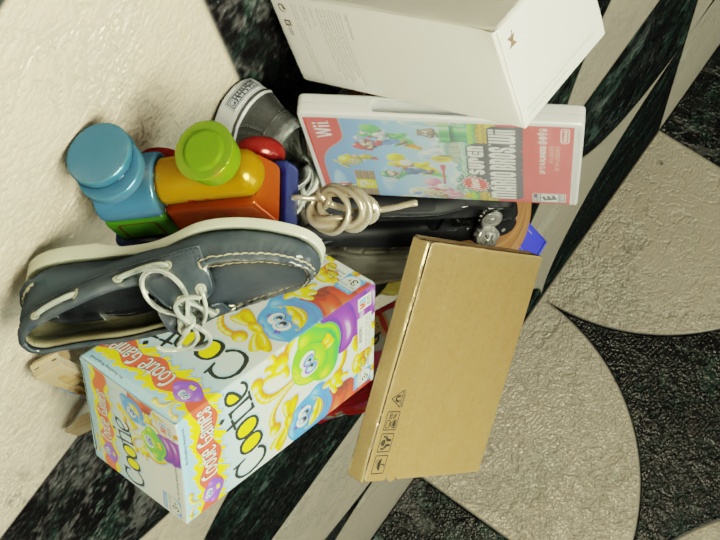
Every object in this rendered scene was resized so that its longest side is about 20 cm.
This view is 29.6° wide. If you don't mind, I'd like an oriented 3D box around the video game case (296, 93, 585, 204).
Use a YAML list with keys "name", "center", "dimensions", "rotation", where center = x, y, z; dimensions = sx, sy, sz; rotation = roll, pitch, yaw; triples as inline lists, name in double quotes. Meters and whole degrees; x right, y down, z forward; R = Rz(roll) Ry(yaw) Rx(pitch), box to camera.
- name: "video game case"
  center: [0.062, -0.087, 1.001]
  dimensions: [0.143, 0.199, 0.017]
  rotation: [72, 23, -69]

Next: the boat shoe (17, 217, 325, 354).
- name: "boat shoe"
  center: [-0.119, 0.013, 0.839]
  dimensions: [0.075, 0.200, 0.062]
  rotation: [72, 16, -51]

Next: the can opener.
- name: "can opener"
  center: [0.045, -0.045, 1.127]
  dimensions: [0.200, 0.079, 0.063]
  rotation: [-11, 131, -27]

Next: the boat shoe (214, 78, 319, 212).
- name: "boat shoe"
  center: [-0.066, -0.073, 1.059]
  dimensions: [0.074, 0.068, 0.199]
  rotation: [-49, 165, -25]

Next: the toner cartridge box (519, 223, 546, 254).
- name: "toner cartridge box"
  center: [0.088, -0.062, 1.330]
  dimensions: [0.043, 0.200, 0.095]
  rotation: [-27, -158, 50]

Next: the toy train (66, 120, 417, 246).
- name: "toy train"
  center: [-0.074, -0.058, 0.848]
  dimensions: [0.116, 0.200, 0.085]
  rotation: [51, 37, -66]

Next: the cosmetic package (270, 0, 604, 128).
- name: "cosmetic package"
  center: [0.049, -0.176, 0.920]
  dimensions: [0.108, 0.200, 0.085]
  rotation: [-48, 137, -25]

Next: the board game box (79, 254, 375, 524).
- name: "board game box"
  center: [-0.092, 0.073, 1.009]
  dimensions: [0.200, 0.103, 0.105]
  rotation: [-35, 141, -35]

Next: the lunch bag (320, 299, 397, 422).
- name: "lunch bag"
  center: [0.017, 0.081, 1.257]
  dimensions: [0.176, 0.082, 0.200]
  rotation: [-26, 172, 13]

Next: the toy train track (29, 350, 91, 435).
- name: "toy train track"
  center: [-0.196, 0.081, 1.040]
  dimensions: [0.115, 0.033, 0.200]
  rotation: [-27, 161, 8]

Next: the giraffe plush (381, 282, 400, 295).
- name: "giraffe plush"
  center: [0.102, -0.006, 1.582]
  dimensions: [0.200, 0.162, 0.173]
  rotation: [-51, 166, -20]

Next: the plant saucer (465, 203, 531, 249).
- name: "plant saucer"
  center: [0.088, -0.092, 1.291]
  dimensions: [0.032, 0.200, 0.200]
  rotation: [-24, -163, 50]

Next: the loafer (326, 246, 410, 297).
- name: "loafer"
  center: [0.000, 0.000, 1.234]
  dimensions: [0.070, 0.070, 0.200]
  rotation: [-30, -164, -32]

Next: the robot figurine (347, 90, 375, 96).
- name: "robot figurine"
  center: [0.063, -0.142, 1.195]
  dimensions: [0.200, 0.145, 0.058]
  rotation: [-44, 180, -4]

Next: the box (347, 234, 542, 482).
- name: "box"
  center: [0.073, 0.075, 1.122]
  dimensions: [0.163, 0.021, 0.200]
  rotation: [6, 102, -50]
